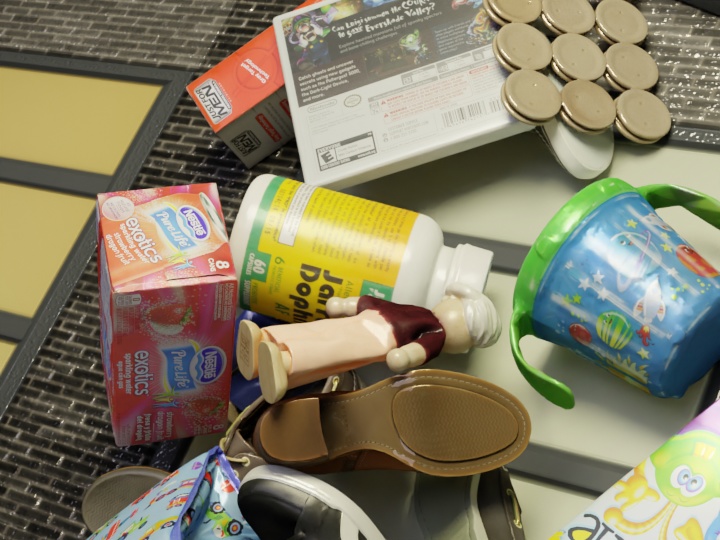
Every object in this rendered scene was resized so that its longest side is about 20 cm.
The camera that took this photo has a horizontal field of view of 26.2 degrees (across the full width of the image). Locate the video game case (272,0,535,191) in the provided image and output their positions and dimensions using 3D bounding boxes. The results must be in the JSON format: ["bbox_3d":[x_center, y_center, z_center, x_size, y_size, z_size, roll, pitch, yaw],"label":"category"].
[{"bbox_3d":[0.034,-0.170,1.320,0.199,0.023,0.183,-17,62,9],"label":"video game case"}]

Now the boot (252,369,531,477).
[{"bbox_3d":[0.021,0.115,1.144,0.199,0.155,0.074,1,82,0],"label":"boot"}]

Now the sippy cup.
[{"bbox_3d":[0.203,0.022,1.137,0.130,0.139,0.178,39,107,31],"label":"sippy cup"}]

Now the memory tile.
[{"bbox_3d":[0.177,-0.195,1.300,0.152,0.017,0.201,7,57,-18],"label":"memory tile"}]

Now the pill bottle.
[{"bbox_3d":[0.000,0.000,1.234,0.199,0.113,0.113,16,64,6],"label":"pill bottle"}]

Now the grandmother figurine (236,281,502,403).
[{"bbox_3d":[0.012,0.048,1.125,0.199,0.061,0.121,-8,34,-25],"label":"grandmother figurine"}]

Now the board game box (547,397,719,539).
[{"bbox_3d":[0.216,0.185,1.016,0.200,0.103,0.105,-40,56,-1],"label":"board game box"}]

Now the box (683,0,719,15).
[{"bbox_3d":[0.352,-0.304,1.288,0.182,0.104,0.200,-48,49,-10],"label":"box"}]

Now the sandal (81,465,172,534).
[{"bbox_3d":[-0.139,0.218,1.197,0.200,0.055,0.082,34,100,22],"label":"sandal"}]

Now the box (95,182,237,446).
[{"bbox_3d":[-0.152,0.037,1.199,0.095,0.200,0.100,-6,51,-13],"label":"box"}]

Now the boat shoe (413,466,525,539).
[{"bbox_3d":[0.084,0.183,1.125,0.072,0.060,0.202,-45,26,28],"label":"boat shoe"}]

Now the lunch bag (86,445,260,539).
[{"bbox_3d":[-0.156,0.216,1.074,0.150,0.200,0.094,-38,86,10],"label":"lunch bag"}]

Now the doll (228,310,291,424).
[{"bbox_3d":[-0.063,0.036,1.320,0.200,0.048,0.136,-47,50,-7],"label":"doll"}]

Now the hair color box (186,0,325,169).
[{"bbox_3d":[-0.051,-0.187,1.427,0.200,0.102,0.061,-35,68,2],"label":"hair color box"}]

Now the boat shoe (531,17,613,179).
[{"bbox_3d":[0.157,-0.152,1.324,0.064,0.070,0.201,-45,48,39],"label":"boat shoe"}]

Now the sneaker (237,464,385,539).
[{"bbox_3d":[-0.021,0.230,1.060,0.073,0.200,0.112,-48,2,43],"label":"sneaker"}]

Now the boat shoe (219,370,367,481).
[{"bbox_3d":[-0.082,0.144,1.247,0.200,0.060,0.072,-42,49,-3],"label":"boat shoe"}]
